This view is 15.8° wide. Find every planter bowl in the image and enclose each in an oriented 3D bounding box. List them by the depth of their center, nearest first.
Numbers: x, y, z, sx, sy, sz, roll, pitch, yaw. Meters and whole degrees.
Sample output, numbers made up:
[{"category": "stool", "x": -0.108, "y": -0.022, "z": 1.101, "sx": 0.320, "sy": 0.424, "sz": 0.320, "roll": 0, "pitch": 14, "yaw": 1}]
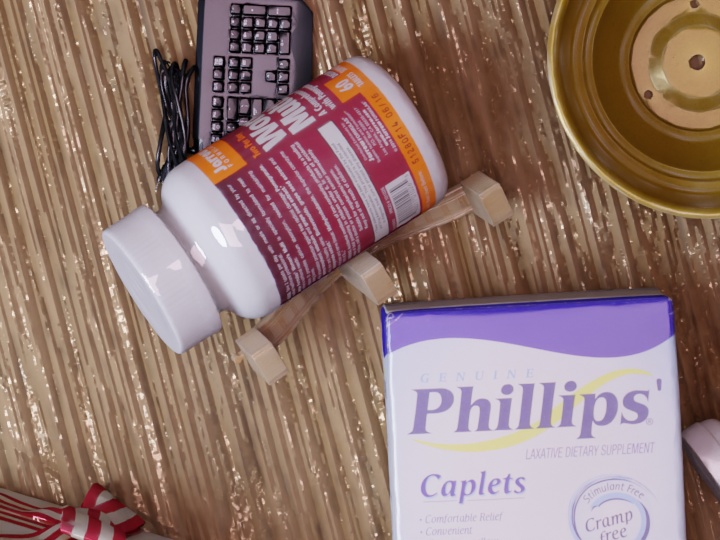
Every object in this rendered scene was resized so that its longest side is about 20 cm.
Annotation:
[{"category": "planter bowl", "x": 0.216, "y": -0.133, "z": 1.634, "sx": 0.200, "sy": 0.083, "sz": 0.201, "roll": 0, "pitch": 91, "yaw": 2}]

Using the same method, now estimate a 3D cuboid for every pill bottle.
[{"category": "pill bottle", "x": -0.054, "y": -0.039, "z": 1.614, "sx": 0.200, "sy": 0.110, "sz": 0.110, "roll": -33, "pitch": 91, "yaw": -12}]

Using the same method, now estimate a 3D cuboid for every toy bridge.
[{"category": "toy bridge", "x": 0.000, "y": 0.000, "z": 1.652, "sx": 0.200, "sy": 0.067, "sz": 0.027, "roll": -35, "pitch": 118, "yaw": -9}]

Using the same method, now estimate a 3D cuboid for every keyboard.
[{"category": "keyboard", "x": -0.085, "y": -0.077, "z": 1.670, "sx": 0.104, "sy": 0.040, "sz": 0.201, "roll": 2, "pitch": 91, "yaw": 1}]

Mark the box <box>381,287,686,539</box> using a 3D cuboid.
[{"category": "box", "x": 0.108, "y": 0.116, "z": 1.637, "sx": 0.183, "sy": 0.105, "sz": 0.201, "roll": -4, "pitch": 91, "yaw": 2}]

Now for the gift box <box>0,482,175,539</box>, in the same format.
[{"category": "gift box", "x": -0.206, "y": 0.229, "z": 1.614, "sx": 0.200, "sy": 0.185, "sz": 0.187, "roll": 17, "pitch": 94, "yaw": -5}]

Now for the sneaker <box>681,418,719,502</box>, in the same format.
[{"category": "sneaker", "x": 0.302, "y": 0.145, "z": 1.651, "sx": 0.116, "sy": 0.074, "sz": 0.200, "roll": -42, "pitch": 100, "yaw": 1}]
